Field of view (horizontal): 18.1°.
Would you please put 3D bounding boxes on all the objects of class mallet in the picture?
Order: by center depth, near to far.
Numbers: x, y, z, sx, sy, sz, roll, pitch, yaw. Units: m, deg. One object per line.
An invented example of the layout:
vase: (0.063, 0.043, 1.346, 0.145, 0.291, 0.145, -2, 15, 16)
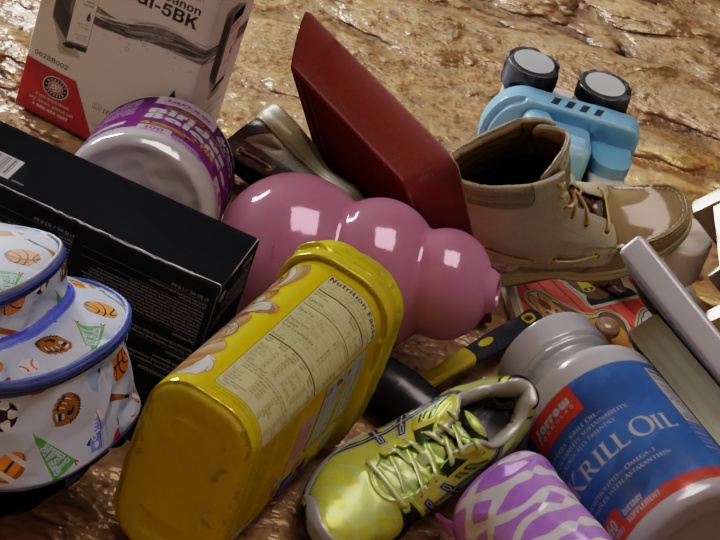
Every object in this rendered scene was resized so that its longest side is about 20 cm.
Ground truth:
mallet: (0.081, 0.071, 1.634, 0.199, 0.041, 0.066, -18, 49, -44)

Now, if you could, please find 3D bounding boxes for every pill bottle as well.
pill bottle: (0.176, 0.123, 1.548, 0.112, 0.113, 0.200, -4, 39, -32)
pill bottle: (-0.148, -0.063, 1.614, 0.112, 0.113, 0.200, 19, 15, -3)

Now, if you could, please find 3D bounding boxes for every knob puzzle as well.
knob puzzle: (0.197, 0.023, 1.779, 0.218, 0.031, 0.220, 14, 34, -9)

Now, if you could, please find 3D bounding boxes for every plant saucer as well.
plant saucer: (0.017, -0.068, 1.696, 0.037, 0.200, 0.200, -33, 54, -12)

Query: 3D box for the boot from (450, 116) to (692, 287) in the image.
boot: (0.159, -0.057, 1.707, 0.199, 0.155, 0.072, -9, 59, -3)

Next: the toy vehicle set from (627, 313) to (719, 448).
toy vehicle set: (0.264, 0.132, 1.584, 0.026, 0.124, 0.200, -34, 49, -2)

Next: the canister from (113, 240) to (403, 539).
canister: (-0.065, 0.085, 1.439, 0.086, 0.149, 0.200, 31, 36, 12)

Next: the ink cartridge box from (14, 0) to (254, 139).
ink cartridge box: (-0.168, -0.195, 1.736, 0.146, 0.201, 0.083, 26, 34, 10)

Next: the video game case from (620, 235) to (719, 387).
video game case: (0.259, 0.073, 1.604, 0.200, 0.023, 0.182, 52, 2, 15)

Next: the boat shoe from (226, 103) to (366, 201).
boat shoe: (-0.041, -0.041, 1.723, 0.072, 0.072, 0.200, -31, 63, -15)

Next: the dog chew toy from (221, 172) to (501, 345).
dog chew toy: (0.000, 0.000, 1.592, 0.199, 0.125, 0.125, 8, 31, 10)

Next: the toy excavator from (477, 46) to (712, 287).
toy excavator: (0.188, -0.073, 1.853, 0.193, 0.100, 0.201, 16, 36, -5)

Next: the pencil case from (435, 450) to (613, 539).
pencil case: (0.136, 0.206, 1.441, 0.085, 0.084, 0.200, -37, 51, -1)

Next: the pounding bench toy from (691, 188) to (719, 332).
pounding bench toy: (0.363, 0.035, 1.750, 0.200, 0.124, 0.157, 47, 30, -33)

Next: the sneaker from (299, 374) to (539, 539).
sneaker: (0.038, 0.120, 1.484, 0.200, 0.076, 0.076, -34, 81, -39)

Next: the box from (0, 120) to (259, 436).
box: (-0.185, 0.009, 1.488, 0.199, 0.142, 0.079, 25, 30, 6)

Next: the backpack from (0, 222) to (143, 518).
backpack: (-0.230, 0.055, 1.362, 0.189, 0.155, 0.200, 12, 31, 15)
